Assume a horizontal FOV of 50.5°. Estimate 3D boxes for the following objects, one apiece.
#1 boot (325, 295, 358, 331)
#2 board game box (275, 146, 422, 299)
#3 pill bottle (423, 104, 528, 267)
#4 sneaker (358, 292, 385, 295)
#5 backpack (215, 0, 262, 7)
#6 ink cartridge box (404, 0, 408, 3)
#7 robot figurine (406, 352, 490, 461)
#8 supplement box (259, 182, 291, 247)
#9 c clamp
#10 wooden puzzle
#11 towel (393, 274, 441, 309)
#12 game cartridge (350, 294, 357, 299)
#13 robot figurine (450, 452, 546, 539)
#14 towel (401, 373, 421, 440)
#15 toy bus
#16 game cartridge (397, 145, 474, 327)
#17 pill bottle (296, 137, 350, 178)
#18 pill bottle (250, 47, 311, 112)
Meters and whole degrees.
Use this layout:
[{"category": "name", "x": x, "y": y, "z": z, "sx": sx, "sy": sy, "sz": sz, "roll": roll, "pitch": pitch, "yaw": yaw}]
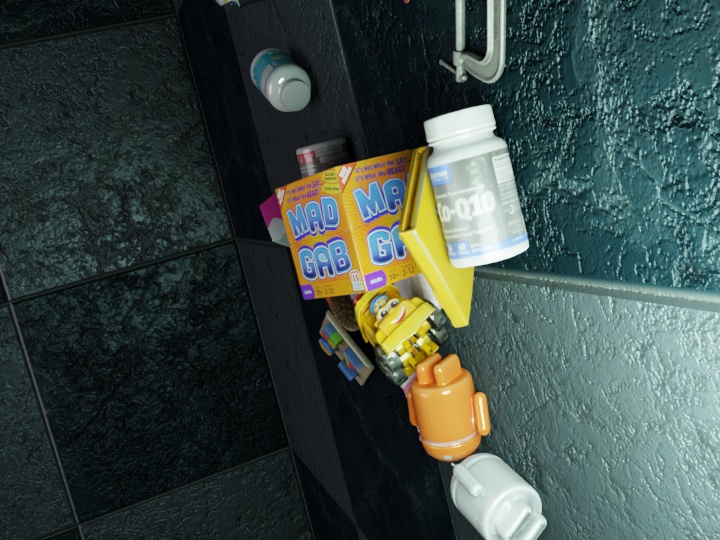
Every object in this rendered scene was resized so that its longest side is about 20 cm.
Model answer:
[{"category": "boot", "x": -0.041, "y": 0.093, "z": 1.941, "sx": 0.201, "sy": 0.074, "sz": 0.108, "roll": 58, "pitch": 170, "yaw": 40}, {"category": "board game box", "x": 0.006, "y": -0.079, "z": 1.313, "sx": 0.199, "sy": 0.198, "sz": 0.203, "roll": -8, "pitch": 97, "yaw": 54}, {"category": "pill bottle", "x": 0.154, "y": -0.115, "z": 1.041, "sx": 0.114, "sy": 0.112, "sz": 0.203, "roll": -177, "pitch": 71, "yaw": -72}, {"category": "sneaker", "x": 0.077, "y": 0.107, "z": 1.560, "sx": 0.200, "sy": 0.074, "sz": 0.082, "roll": 50, "pitch": 180, "yaw": 33}, {"category": "backpack", "x": -0.321, "y": -0.760, "z": 1.908, "sx": 0.201, "sy": 0.151, "sz": 0.178, "roll": -120, "pitch": 15, "yaw": -55}, {"category": "ink cartridge box", "x": 0.018, "y": -0.528, "z": 1.148, "sx": 0.176, "sy": 0.083, "sz": 0.202, "roll": 109, "pitch": 141, "yaw": -63}, {"category": "robot figurine", "x": 0.155, "y": 0.252, "z": 1.366, "sx": 0.117, "sy": 0.141, "sz": 0.203, "roll": -85, "pitch": -17, "yaw": -77}, {"category": "supplement box", "x": -0.128, "y": -0.114, "z": 1.780, "sx": 0.199, "sy": 0.103, "sz": 0.102, "roll": 16, "pitch": -135, "yaw": -57}, {"category": "c clamp", "x": 0.143, "y": -0.338, "z": 1.019, "sx": 0.171, "sy": 0.027, "sz": 0.202, "roll": -125, "pitch": 25, "yaw": -47}, {"category": "wooden puzzle", "x": -0.047, "y": 0.211, "z": 1.978, "sx": 0.186, "sy": 0.046, "sz": 0.200, "roll": 50, "pitch": 162, "yaw": 12}, {"category": "towel", "x": 0.089, "y": -0.029, "z": 1.463, "sx": 0.191, "sy": 0.032, "sz": 0.203, "roll": -165, "pitch": 60, "yaw": -70}, {"category": "game cartridge", "x": 0.000, "y": 0.000, "z": 1.765, "sx": 0.200, "sy": 0.041, "sz": 0.136, "roll": 173, "pitch": 85, "yaw": -73}, {"category": "robot figurine", "x": 0.222, "y": 0.379, "z": 1.270, "sx": 0.169, "sy": 0.113, "sz": 0.200, "roll": 44, "pitch": 176, "yaw": -25}, {"category": "towel", "x": 0.119, "y": 0.252, "z": 1.626, "sx": 0.147, "sy": 0.029, "sz": 0.202, "roll": 109, "pitch": 142, "yaw": -61}, {"category": "toy bus", "x": 0.052, "y": 0.086, "z": 1.387, "sx": 0.192, "sy": 0.135, "sz": 0.200, "roll": 47, "pitch": 171, "yaw": 21}, {"category": "game cartridge", "x": 0.116, "y": -0.048, "z": 1.100, "sx": 0.201, "sy": 0.032, "sz": 0.178, "roll": 58, "pitch": -148, "yaw": -38}, {"category": "pill bottle", "x": -0.065, "y": -0.179, "z": 1.673, "sx": 0.114, "sy": 0.112, "sz": 0.203, "roll": -168, "pitch": 63, "yaw": -71}, {"category": "pill bottle", "x": -0.184, "y": -0.447, "z": 1.814, "sx": 0.200, "sy": 0.109, "sz": 0.112, "roll": -128, "pitch": 27, "yaw": -49}]
